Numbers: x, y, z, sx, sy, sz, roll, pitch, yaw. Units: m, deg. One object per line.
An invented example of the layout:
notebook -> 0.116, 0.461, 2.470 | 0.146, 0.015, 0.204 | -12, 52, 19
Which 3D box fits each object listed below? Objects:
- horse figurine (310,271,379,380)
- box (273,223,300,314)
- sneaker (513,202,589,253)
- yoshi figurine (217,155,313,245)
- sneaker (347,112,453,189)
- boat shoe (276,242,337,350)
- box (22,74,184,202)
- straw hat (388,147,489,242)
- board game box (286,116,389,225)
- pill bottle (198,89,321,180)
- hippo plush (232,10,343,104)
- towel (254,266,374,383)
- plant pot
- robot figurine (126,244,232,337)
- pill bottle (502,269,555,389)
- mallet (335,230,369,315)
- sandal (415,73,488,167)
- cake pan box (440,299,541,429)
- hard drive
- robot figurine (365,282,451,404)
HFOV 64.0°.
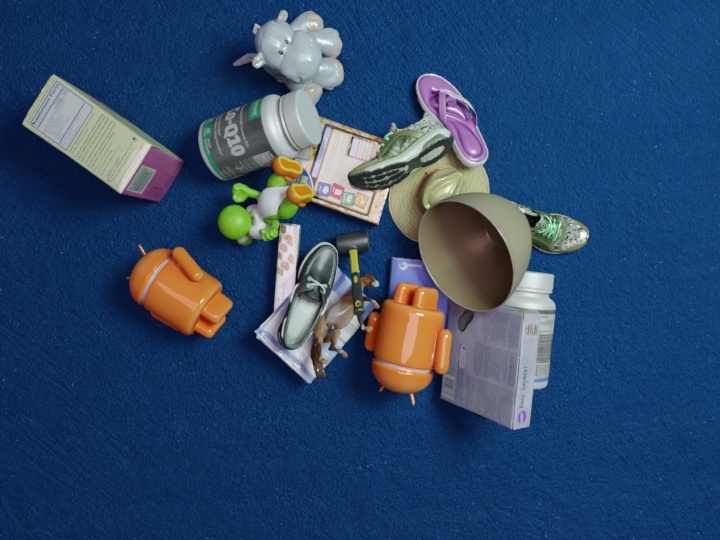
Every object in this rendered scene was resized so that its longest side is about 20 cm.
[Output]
horse figurine -> -0.033, 0.094, 1.025 | 0.050, 0.133, 0.201 | 38, 96, -30
box -> -0.139, 0.013, 1.087 | 0.038, 0.041, 0.205 | 5, 92, -1
sneaker -> 0.329, -0.078, 1.055 | 0.196, 0.089, 0.079 | 13, 92, 0
yoshi figurine -> -0.181, -0.108, 1.016 | 0.111, 0.114, 0.199 | 37, 129, -21
sneaker -> 0.062, -0.214, 1.022 | 0.197, 0.077, 0.090 | -25, 66, -3
boat shoe -> -0.087, 0.047, 1.023 | 0.074, 0.060, 0.204 | 20, 88, -16
box -> -0.439, -0.221, 1.010 | 0.198, 0.176, 0.097 | 36, 92, -1
straw hat -> 0.149, -0.141, 1.055 | 0.196, 0.085, 0.206 | 0, 92, 1
board game box -> -0.036, -0.189, 1.074 | 0.196, 0.046, 0.154 | 19, 92, -1
pill bottle -> -0.175, -0.239, 1.012 | 0.196, 0.113, 0.116 | -14, 92, 21
hippo plush -> -0.119, -0.398, 1.008 | 0.198, 0.161, 0.161 | 32, 93, -1
towel -> -0.080, 0.093, 1.072 | 0.147, 0.024, 0.200 | 45, 82, -14
plant pot -> 0.215, -0.051, 0.988 | 0.133, 0.199, 0.203 | -32, 92, -32
robot figurine -> -0.333, 0.037, 1.052 | 0.198, 0.144, 0.118 | 32, 70, -1
pill bottle -> 0.294, 0.103, 1.051 | 0.111, 0.114, 0.205 | 5, 92, 0
mallet -> 0.000, 0.000, 1.025 | 0.064, 0.202, 0.042 | -12, 133, -4
sandal -> 0.176, -0.284, 1.049 | 0.082, 0.050, 0.205 | -29, 80, -20
cake pan box -> 0.222, 0.159, 1.011 | 0.051, 0.183, 0.205 | 3, 92, -32
hard drive -> 0.116, 0.082, 1.095 | 0.129, 0.025, 0.205 | 4, 93, 1
robot figurine -> 0.082, 0.126, 1.021 | 0.141, 0.117, 0.205 | 11, 92, -5
